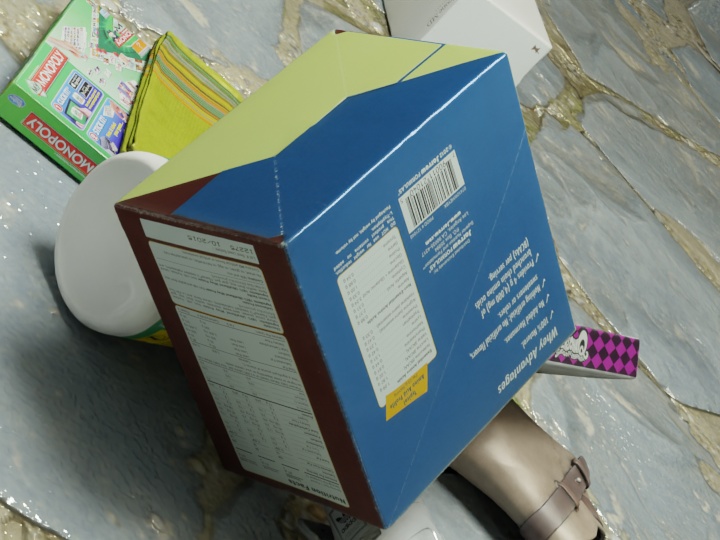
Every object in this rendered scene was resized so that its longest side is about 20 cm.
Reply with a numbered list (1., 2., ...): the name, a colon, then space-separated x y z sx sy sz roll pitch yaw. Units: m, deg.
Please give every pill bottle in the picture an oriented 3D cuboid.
1. pill bottle: -0.085 -0.001 1.097 0.200 0.113 0.113 16 37 -50

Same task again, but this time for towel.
1. towel: -0.125 -0.106 1.254 0.086 0.018 0.200 37 25 -18

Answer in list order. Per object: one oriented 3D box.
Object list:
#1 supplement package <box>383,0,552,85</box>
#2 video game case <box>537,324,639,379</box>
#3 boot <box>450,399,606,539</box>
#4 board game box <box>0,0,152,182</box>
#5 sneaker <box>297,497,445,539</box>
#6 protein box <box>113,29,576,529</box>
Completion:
1. supplement package: 0.110 -0.277 1.873 0.120 0.121 0.200 33 25 -26
2. video game case: 0.074 0.047 1.240 0.200 0.181 0.036 13 83 -51
3. boot: 0.105 0.144 1.234 0.200 0.070 0.146 6 45 -57
4. board game box: -0.179 -0.119 1.241 0.135 0.029 0.200 39 24 -14
5. sneaker: 0.000 0.177 1.002 0.115 0.075 0.200 54 19 20
6. protein box: 0.000 0.000 1.003 0.199 0.135 0.200 -43 130 -33
